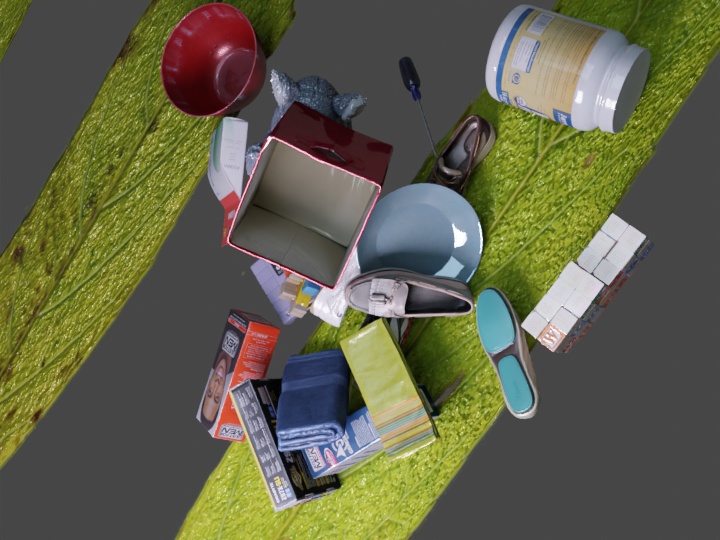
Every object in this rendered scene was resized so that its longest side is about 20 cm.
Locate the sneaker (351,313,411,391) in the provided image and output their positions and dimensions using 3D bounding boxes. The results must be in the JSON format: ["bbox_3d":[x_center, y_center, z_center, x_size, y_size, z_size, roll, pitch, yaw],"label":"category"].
[{"bbox_3d":[0.029,0.103,1.363,0.071,0.098,0.202,9,87,28],"label":"sneaker"}]

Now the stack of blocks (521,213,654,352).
[{"bbox_3d":[0.322,0.020,1.224,0.059,0.115,0.200,40,101,23],"label":"stack of blocks"}]

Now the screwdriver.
[{"bbox_3d":[0.096,-0.260,1.395,0.028,0.029,0.201,-9,68,-12],"label":"screwdriver"}]

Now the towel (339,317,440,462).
[{"bbox_3d":[0.040,0.175,1.284,0.086,0.018,0.201,-30,71,15],"label":"towel"}]

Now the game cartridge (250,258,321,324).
[{"bbox_3d":[-0.085,-0.018,1.468,0.200,0.038,0.130,-39,74,16],"label":"game cartridge"}]

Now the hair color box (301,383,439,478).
[{"bbox_3d":[0.014,0.249,1.352,0.200,0.100,0.061,-34,71,18],"label":"hair color box"}]

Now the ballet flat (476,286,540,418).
[{"bbox_3d":[0.223,0.122,1.288,0.069,0.069,0.201,-20,71,22],"label":"ballet flat"}]

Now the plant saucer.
[{"bbox_3d":[0.088,-0.040,1.340,0.200,0.039,0.202,-3,110,-9],"label":"plant saucer"}]

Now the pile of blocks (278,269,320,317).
[{"bbox_3d":[-0.085,-0.023,1.396,0.201,0.062,0.082,-70,22,3],"label":"pile of blocks"}]

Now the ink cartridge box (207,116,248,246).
[{"bbox_3d":[-0.235,-0.148,1.491,0.050,0.161,0.201,8,85,-17],"label":"ink cartridge box"}]

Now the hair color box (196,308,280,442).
[{"bbox_3d":[-0.208,0.175,1.465,0.101,0.061,0.201,21,94,61],"label":"hair color box"}]

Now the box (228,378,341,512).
[{"bbox_3d":[-0.117,0.269,1.379,0.049,0.160,0.201,-30,73,20],"label":"box"}]

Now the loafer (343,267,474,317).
[{"bbox_3d":[0.076,0.039,1.309,0.199,0.063,0.072,1,109,-12],"label":"loafer"}]

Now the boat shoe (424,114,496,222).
[{"bbox_3d":[0.137,-0.153,1.354,0.072,0.072,0.200,38,101,24],"label":"boat shoe"}]

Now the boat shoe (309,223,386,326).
[{"bbox_3d":[0.000,0.000,1.382,0.069,0.071,0.200,35,100,3],"label":"boat shoe"}]

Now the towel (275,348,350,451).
[{"bbox_3d":[-0.071,0.199,1.355,0.111,0.200,0.049,-10,118,7],"label":"towel"}]

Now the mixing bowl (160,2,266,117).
[{"bbox_3d":[-0.242,-0.358,1.537,0.199,0.108,0.201,-3,84,24],"label":"mixing bowl"}]

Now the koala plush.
[{"bbox_3d":[-0.080,-0.239,1.378,0.177,0.200,0.185,18,69,1],"label":"koala plush"}]

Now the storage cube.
[{"bbox_3d":[-0.069,-0.111,1.250,0.170,0.180,0.201,24,118,-4],"label":"storage cube"}]

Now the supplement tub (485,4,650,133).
[{"bbox_3d":[0.297,-0.288,1.253,0.199,0.145,0.145,26,96,26],"label":"supplement tub"}]
